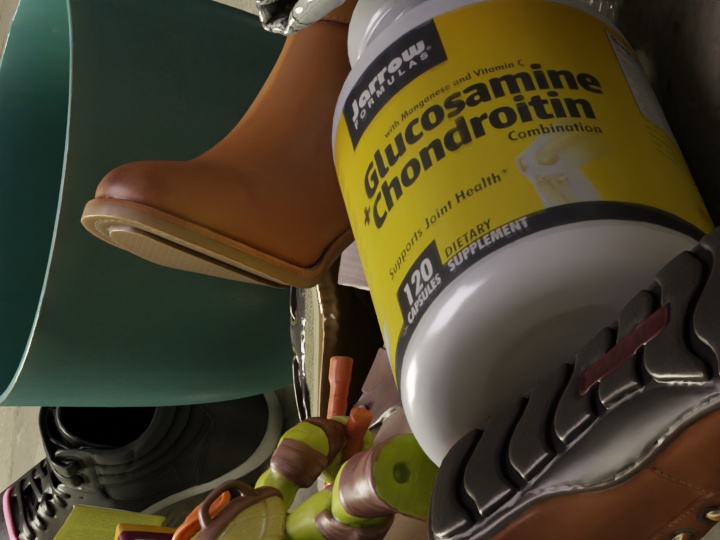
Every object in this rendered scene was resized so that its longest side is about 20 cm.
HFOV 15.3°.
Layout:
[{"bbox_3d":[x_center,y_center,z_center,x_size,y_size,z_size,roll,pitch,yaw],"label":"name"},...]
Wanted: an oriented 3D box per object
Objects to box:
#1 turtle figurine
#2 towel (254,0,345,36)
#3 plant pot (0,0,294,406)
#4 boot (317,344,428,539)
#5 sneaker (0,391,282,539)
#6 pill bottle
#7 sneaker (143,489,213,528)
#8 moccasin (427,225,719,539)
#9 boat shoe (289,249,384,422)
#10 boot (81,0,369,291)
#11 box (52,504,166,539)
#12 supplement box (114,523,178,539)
[{"bbox_3d":[-0.025,0.095,0.917,0.161,0.064,0.200,-21,35,56],"label":"turtle figurine"},{"bbox_3d":[0.059,-0.174,0.914,0.193,0.035,0.200,-46,2,-26],"label":"towel"},{"bbox_3d":[-0.076,-0.030,1.207,0.201,0.161,0.201,-173,90,-73],"label":"plant pot"},{"bbox_3d":[0.040,0.076,0.978,0.200,0.070,0.146,-13,58,57],"label":"boot"},{"bbox_3d":[-0.145,0.097,1.313,0.200,0.099,0.071,-31,57,20],"label":"sneaker"},{"bbox_3d":[0.051,-0.025,0.892,0.200,0.112,0.112,-106,29,-50],"label":"pill bottle"},{"bbox_3d":[-0.115,0.098,1.418,0.085,0.075,0.200,123,149,-45],"label":"sneaker"},{"bbox_3d":[0.106,0.044,0.758,0.201,0.078,0.074,-43,28,34],"label":"moccasin"},{"bbox_3d":[0.000,0.000,1.105,0.065,0.073,0.200,-177,94,-67],"label":"boat shoe"},{"bbox_3d":[-0.018,-0.071,1.004,0.074,0.200,0.155,10,93,40],"label":"boot"},{"bbox_3d":[-0.140,0.188,1.203,0.200,0.050,0.075,-59,-26,-58],"label":"box"},{"bbox_3d":[-0.042,0.180,1.085,0.200,0.110,0.086,-127,46,-71],"label":"supplement box"}]
